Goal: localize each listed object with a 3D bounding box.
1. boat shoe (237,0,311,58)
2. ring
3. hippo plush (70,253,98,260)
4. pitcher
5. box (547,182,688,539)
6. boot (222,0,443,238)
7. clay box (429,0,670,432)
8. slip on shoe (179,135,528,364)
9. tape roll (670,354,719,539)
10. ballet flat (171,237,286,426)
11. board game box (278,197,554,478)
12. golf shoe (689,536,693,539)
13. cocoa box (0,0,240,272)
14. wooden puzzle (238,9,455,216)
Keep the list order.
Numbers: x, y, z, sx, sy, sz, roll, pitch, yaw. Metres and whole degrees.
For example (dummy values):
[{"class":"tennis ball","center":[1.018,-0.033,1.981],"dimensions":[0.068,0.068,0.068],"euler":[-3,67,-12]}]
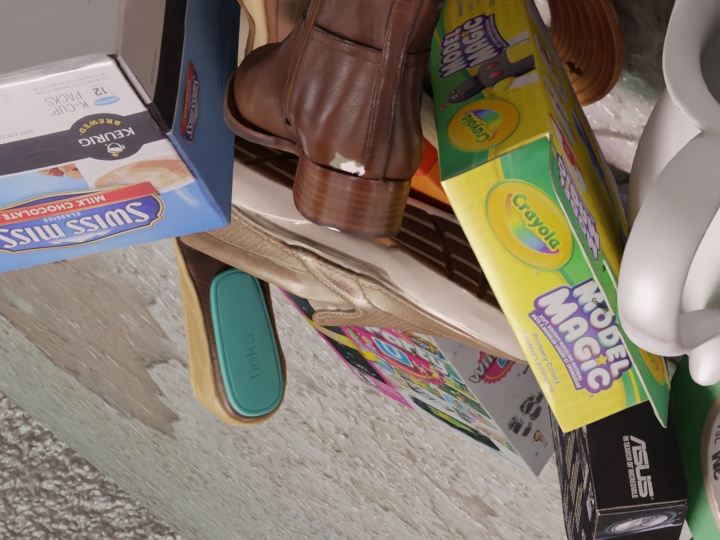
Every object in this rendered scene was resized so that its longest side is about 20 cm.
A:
[{"class":"boat shoe","center":[-0.009,-0.101,1.001],"dimensions":[0.068,0.072,0.200],"euler":[38,163,22]},{"class":"ring","center":[0.034,-0.145,0.947],"dimensions":[0.200,0.019,0.201],"euler":[37,163,13]},{"class":"hippo plush","center":[-0.156,-0.098,1.259],"dimensions":[0.161,0.200,0.160],"euler":[-26,86,46]},{"class":"pitcher","center":[0.138,-0.018,0.759],"dimensions":[0.121,0.172,0.200],"euler":[27,159,23]},{"class":"box","center":[0.121,0.070,1.095],"dimensions":[0.200,0.043,0.161],"euler":[82,-179,-67]},{"class":"boot","center":[0.007,-0.133,0.834],"dimensions":[0.064,0.201,0.186],"euler":[7,-162,-19]},{"class":"clay box","center":[0.068,-0.027,0.839],"dimensions":[0.200,0.047,0.115],"euler":[-89,-26,-62]},{"class":"slip on shoe","center":[0.000,0.000,1.044],"dimensions":[0.200,0.061,0.076],"euler":[27,-159,13]},{"class":"tape roll","center":[0.221,0.106,0.993],"dimensions":[0.200,0.048,0.201],"euler":[40,144,37]},{"class":"ballet flat","center":[-0.086,-0.010,1.275],"dimensions":[0.063,0.068,0.201],"euler":[5,100,61]},{"class":"board game box","center":[0.028,0.022,1.244],"dimensions":[0.147,0.064,0.200],"euler":[26,164,36]},{"class":"golf shoe","center":[0.217,0.169,1.185],"dimensions":[0.088,0.077,0.200],"euler":[26,-166,19]},{"class":"cocoa box","center":[-0.136,-0.121,1.025],"dimensions":[0.133,0.201,0.131],"euler":[-10,144,15]},{"class":"wooden puzzle","center":[0.009,-0.064,1.193],"dimensions":[0.200,0.037,0.185],"euler":[48,164,-22]}]
